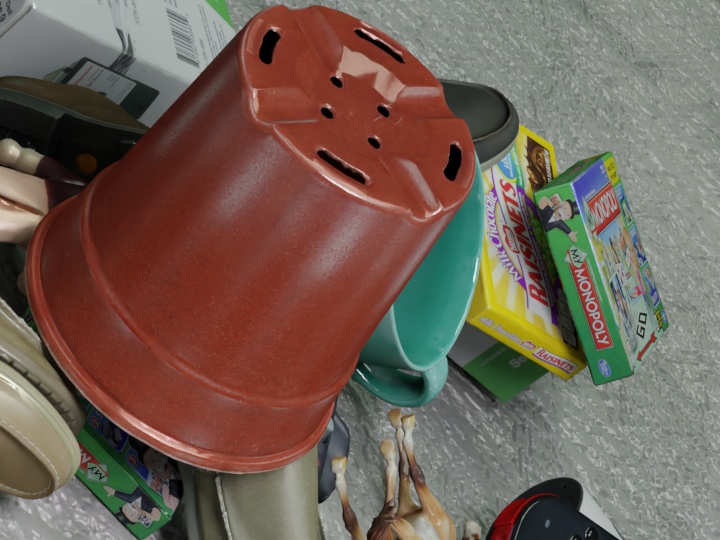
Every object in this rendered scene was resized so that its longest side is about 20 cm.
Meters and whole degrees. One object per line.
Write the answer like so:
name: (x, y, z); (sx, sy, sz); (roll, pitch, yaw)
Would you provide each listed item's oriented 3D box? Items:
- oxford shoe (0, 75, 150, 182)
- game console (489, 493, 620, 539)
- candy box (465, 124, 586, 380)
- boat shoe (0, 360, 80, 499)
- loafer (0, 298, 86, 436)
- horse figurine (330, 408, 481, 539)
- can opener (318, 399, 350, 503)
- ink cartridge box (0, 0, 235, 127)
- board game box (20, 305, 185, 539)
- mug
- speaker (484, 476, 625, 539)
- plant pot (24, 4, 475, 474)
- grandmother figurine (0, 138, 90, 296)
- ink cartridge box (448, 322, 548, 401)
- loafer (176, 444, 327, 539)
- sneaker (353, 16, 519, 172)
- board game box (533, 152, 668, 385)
oxford shoe: (-0.143, -0.071, 1.672); (0.200, 0.073, 0.084); (27, 26, -6)
game console: (0.127, 0.256, 1.704); (0.177, 0.031, 0.200); (34, 65, -31)
candy box: (0.104, -0.027, 1.889); (0.102, 0.026, 0.200); (28, 41, -35)
boat shoe: (-0.235, 0.069, 1.424); (0.200, 0.072, 0.065); (37, 40, -23)
loafer: (-0.226, 0.025, 1.476); (0.200, 0.076, 0.068); (39, 37, -25)
horse figurine: (0.030, 0.164, 1.718); (0.200, 0.050, 0.133); (-34, 111, -73)
can opener: (-0.042, 0.124, 1.658); (0.079, 0.063, 0.200); (38, 31, -12)
ink cartridge box: (-0.176, -0.166, 1.764); (0.200, 0.084, 0.146); (24, 39, -43)
board game box: (-0.138, 0.055, 1.629); (0.135, 0.029, 0.200); (46, 28, -11)
mug: (-0.004, -0.004, 1.730); (0.152, 0.114, 0.186); (-5, 104, -66)
speaker: (0.166, 0.231, 1.810); (0.200, 0.081, 0.081); (51, 26, -22)
plant pot: (-0.049, -0.027, 1.491); (0.200, 0.195, 0.201); (25, 38, -21)
grandmother figurine: (-0.185, -0.031, 1.583); (0.200, 0.061, 0.122); (16, 50, -29)
ink cartridge box: (0.065, -0.027, 1.960); (0.200, 0.084, 0.146); (40, 32, -24)
loafer: (-0.060, 0.119, 1.556); (0.075, 0.070, 0.200); (0, 54, -37)
sneaker: (0.026, -0.117, 1.821); (0.199, 0.106, 0.075); (-6, 47, -25)
board game box: (0.168, -0.005, 1.898); (0.200, 0.029, 0.135); (-34, 107, -74)
